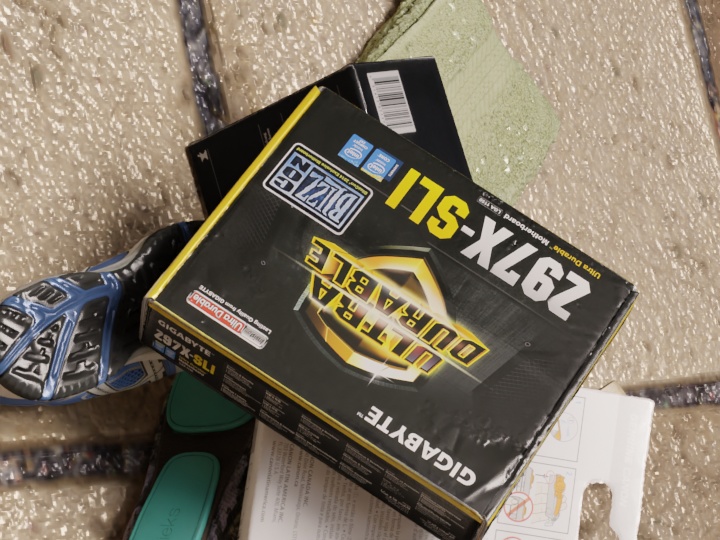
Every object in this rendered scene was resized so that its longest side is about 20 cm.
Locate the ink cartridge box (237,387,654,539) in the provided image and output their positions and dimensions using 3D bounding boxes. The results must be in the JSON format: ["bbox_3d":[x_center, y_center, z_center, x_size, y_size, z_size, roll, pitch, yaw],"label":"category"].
[{"bbox_3d":[0.039,0.128,1.202,0.198,0.050,0.162,10,78,-7],"label":"ink cartridge box"}]

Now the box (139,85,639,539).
[{"bbox_3d":[0.015,0.022,1.176,0.199,0.049,0.160,33,59,8],"label":"box"}]

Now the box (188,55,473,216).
[{"bbox_3d":[0.000,0.000,1.310,0.079,0.141,0.201,-11,82,-49],"label":"box"}]

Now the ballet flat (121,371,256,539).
[{"bbox_3d":[-0.076,0.103,1.259,0.072,0.072,0.201,40,50,-27],"label":"ballet flat"}]

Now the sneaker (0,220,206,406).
[{"bbox_3d":[-0.123,0.023,1.212,0.199,0.077,0.076,-11,85,-41],"label":"sneaker"}]

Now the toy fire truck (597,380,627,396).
[{"bbox_3d":[0.077,0.168,1.268,0.176,0.199,0.129,51,25,-13],"label":"toy fire truck"}]

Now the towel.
[{"bbox_3d":[0.050,-0.087,1.472,0.149,0.036,0.200,53,45,-17],"label":"towel"}]
